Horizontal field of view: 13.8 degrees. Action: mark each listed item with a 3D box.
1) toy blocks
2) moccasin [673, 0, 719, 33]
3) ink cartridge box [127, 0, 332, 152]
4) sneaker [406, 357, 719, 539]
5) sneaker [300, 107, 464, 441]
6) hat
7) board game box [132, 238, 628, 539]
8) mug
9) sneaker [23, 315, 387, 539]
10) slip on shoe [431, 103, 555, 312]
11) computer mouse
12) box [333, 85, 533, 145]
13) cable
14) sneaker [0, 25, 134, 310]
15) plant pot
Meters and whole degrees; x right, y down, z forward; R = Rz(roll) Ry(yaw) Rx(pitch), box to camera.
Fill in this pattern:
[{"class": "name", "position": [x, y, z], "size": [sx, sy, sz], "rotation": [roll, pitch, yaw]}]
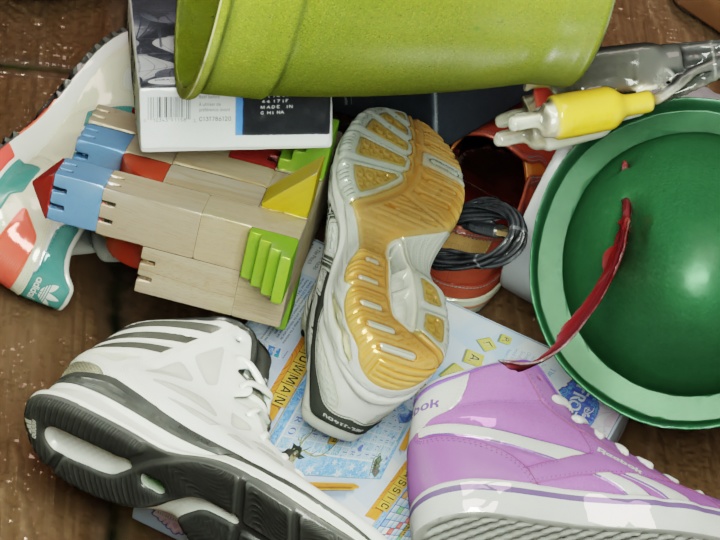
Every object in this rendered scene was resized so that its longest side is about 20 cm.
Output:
[{"class": "toy blocks", "position": [-0.090, -0.040, 1.522], "size": [0.136, 0.100, 0.200], "rotation": [15, 24, 2]}, {"class": "moccasin", "position": [0.283, -0.153, 1.807], "size": [0.074, 0.078, 0.201], "rotation": [-31, 60, -36]}, {"class": "ink cartridge box", "position": [-0.072, -0.114, 1.555], "size": [0.099, 0.039, 0.200], "rotation": [-3, 23, -7]}, {"class": "sneaker", "position": [0.118, 0.098, 1.467], "size": [0.200, 0.073, 0.115], "rotation": [15, 47, -19]}, {"class": "sneaker", "position": [0.000, 0.000, 1.516], "size": [0.075, 0.088, 0.200], "rotation": [26, 41, -14]}, {"class": "hat", "position": [0.163, -0.015, 1.429], "size": [0.165, 0.176, 0.201], "rotation": [11, 75, 4]}, {"class": "board game box", "position": [0.016, 0.093, 1.522], "size": [0.199, 0.041, 0.200], "rotation": [25, 46, 11]}, {"class": "mug", "position": [0.175, 0.000, 1.581], "size": [0.175, 0.148, 0.200], "rotation": [28, 45, 9]}, {"class": "sneaker", "position": [-0.051, 0.079, 1.434], "size": [0.200, 0.076, 0.115], "rotation": [27, 48, 17]}, {"class": "slip on shoe", "position": [0.076, -0.059, 1.674], "size": [0.074, 0.061, 0.200], "rotation": [19, 43, 6]}, {"class": "computer mouse", "position": [0.027, -0.034, 1.600], "size": [0.200, 0.034, 0.059], "rotation": [26, 81, 51]}, {"class": "box", "position": [0.018, -0.171, 1.698], "size": [0.200, 0.107, 0.148], "rotation": [25, 42, 37]}, {"class": "cable", "position": [0.164, -0.093, 1.512], "size": [0.199, 0.051, 0.097], "rotation": [-5, 8, -3]}, {"class": "sneaker", "position": [-0.145, -0.051, 1.616], "size": [0.093, 0.070, 0.200], "rotation": [40, 45, 0]}, {"class": "plant pot", "position": [0.023, -0.166, 1.429], "size": [0.192, 0.201, 0.201], "rotation": [9, 45, -10]}]
